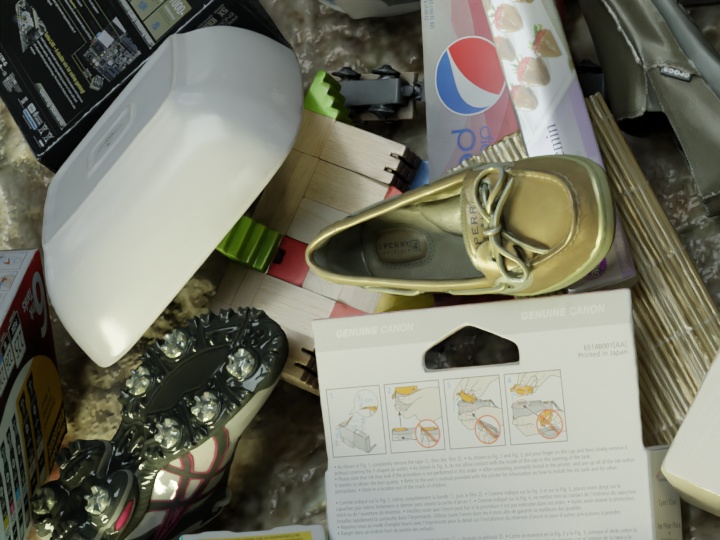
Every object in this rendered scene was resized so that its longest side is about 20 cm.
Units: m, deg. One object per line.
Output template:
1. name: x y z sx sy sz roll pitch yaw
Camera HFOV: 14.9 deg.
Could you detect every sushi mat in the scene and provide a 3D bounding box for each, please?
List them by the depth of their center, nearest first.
1. sushi mat: 0.134 0.008 1.497 0.096 0.012 0.200 -29 80 6

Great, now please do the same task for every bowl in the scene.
1. bowl: -0.121 -0.059 1.646 0.200 0.075 0.200 -48 17 14

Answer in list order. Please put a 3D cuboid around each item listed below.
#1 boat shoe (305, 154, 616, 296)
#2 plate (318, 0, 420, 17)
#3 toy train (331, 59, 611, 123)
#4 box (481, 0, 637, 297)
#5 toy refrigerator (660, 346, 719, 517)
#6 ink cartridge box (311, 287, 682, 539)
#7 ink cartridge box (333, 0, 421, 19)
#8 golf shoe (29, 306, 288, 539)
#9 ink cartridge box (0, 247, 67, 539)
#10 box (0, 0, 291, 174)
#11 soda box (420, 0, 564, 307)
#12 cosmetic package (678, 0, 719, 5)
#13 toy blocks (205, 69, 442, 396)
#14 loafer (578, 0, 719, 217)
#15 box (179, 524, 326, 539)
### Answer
1. boat shoe: 0.053 -0.019 1.465 0.200 0.063 0.073 -5 93 51
2. plate: 0.039 -0.245 1.740 0.200 0.026 0.201 -15 59 26
3. toy train: 0.063 -0.106 1.641 0.200 0.046 0.034 1 86 30
4. box: 0.104 -0.083 1.485 0.039 0.041 0.200 -17 80 6
5. toy refrigerator: 0.239 0.039 1.437 0.076 0.070 0.200 22 78 24
6. ink cartridge box: 0.073 0.106 1.491 0.200 0.045 0.177 -6 86 30
7. ink cartridge box: 0.037 -0.224 1.671 0.200 0.068 0.116 -5 64 30
8. golf shoe: -0.104 0.099 1.598 0.200 0.088 0.077 -44 49 20
9. ink cartridge box: -0.234 0.107 1.623 0.084 0.176 0.200 -3 26 7
10. box: -0.166 -0.168 1.792 0.164 0.086 0.200 -42 52 8
11. soda box: 0.079 -0.075 1.562 0.063 0.070 0.200 -6 83 27
12. cosmetic package: 0.176 -0.239 1.539 0.090 0.200 0.107 -3 68 33
13. toy blocks: 0.000 0.000 1.607 0.137 0.100 0.200 21 82 27
14. loafer: 0.162 -0.111 1.532 0.070 0.075 0.200 -39 70 4
15. box: -0.046 0.229 1.463 0.082 0.049 0.200 -3 47 -8
